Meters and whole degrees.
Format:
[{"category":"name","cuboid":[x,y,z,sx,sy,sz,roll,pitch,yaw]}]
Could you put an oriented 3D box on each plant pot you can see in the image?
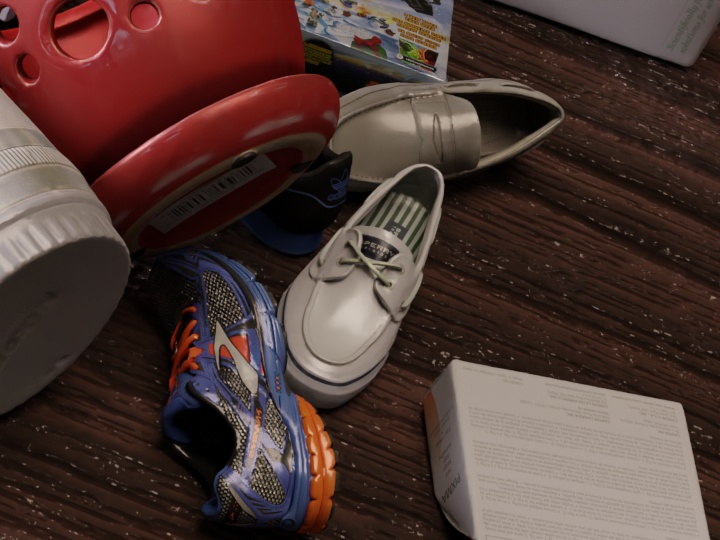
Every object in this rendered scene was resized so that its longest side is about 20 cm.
[{"category":"plant pot","cuboid":[-0.123,-0.116,1.576,0.200,0.200,0.183,-21,76,-43]}]

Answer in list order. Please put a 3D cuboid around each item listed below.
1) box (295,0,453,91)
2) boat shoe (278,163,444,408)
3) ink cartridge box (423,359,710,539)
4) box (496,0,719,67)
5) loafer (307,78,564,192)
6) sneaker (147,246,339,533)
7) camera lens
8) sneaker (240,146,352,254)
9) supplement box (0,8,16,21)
[{"category":"box","cuboid":[-0.034,-0.190,1.859,0.200,0.040,0.137,20,41,-10]},{"category":"boat shoe","cuboid":[0.000,0.000,1.652,0.073,0.067,0.200,26,39,-2]},{"category":"ink cartridge box","cuboid":[0.126,0.155,1.585,0.162,0.050,0.200,11,50,-20]},{"category":"box","cuboid":[0.194,-0.297,1.979,0.200,0.199,0.171,19,41,-11]},{"category":"loafer","cuboid":[0.049,-0.092,1.766,0.200,0.070,0.070,-17,12,-40]},{"category":"sneaker","cuboid":[-0.081,0.064,1.534,0.078,0.075,0.200,-5,48,-30]},{"category":"camera lens","cuboid":[-0.242,-0.033,1.474,0.160,0.160,0.200,-23,60,-43]},{"category":"sneaker","cuboid":[-0.088,-0.098,1.698,0.200,0.078,0.070,37,39,11]},{"category":"supplement box","cuboid":[-0.211,-0.239,1.774,0.109,0.061,0.200,35,30,9]}]
